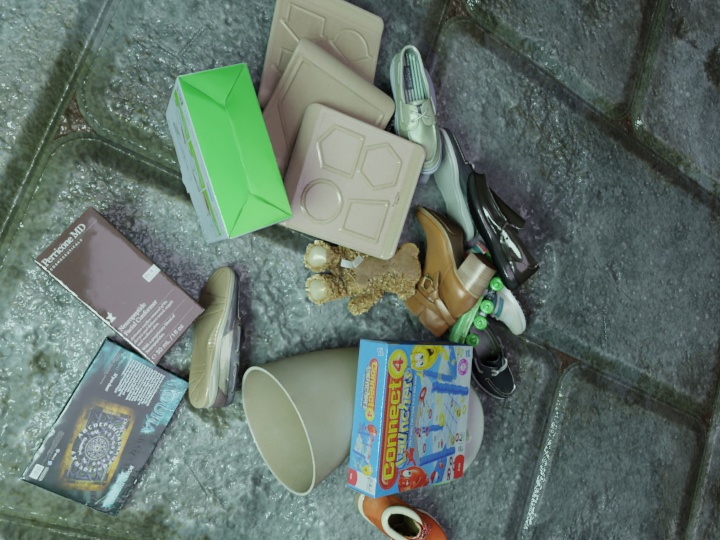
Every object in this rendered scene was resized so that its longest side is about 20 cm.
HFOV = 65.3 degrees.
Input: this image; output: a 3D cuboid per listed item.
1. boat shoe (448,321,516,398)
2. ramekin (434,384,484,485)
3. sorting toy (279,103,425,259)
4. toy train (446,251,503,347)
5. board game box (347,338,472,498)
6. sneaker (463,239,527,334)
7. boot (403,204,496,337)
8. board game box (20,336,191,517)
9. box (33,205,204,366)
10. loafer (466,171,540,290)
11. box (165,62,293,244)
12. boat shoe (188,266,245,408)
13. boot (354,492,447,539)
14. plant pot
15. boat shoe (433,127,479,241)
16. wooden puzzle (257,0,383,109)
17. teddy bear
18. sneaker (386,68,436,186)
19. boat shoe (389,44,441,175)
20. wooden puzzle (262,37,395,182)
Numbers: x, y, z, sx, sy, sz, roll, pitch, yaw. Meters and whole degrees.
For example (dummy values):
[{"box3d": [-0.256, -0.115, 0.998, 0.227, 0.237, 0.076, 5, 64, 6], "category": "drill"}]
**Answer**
[{"box3d": [0.233, 0.155, 1.023, 0.073, 0.060, 0.202, -36, 103, -21], "category": "boat shoe"}, {"box3d": [0.112, 0.255, 0.943, 0.196, 0.097, 0.205, 0, 89, -25], "category": "ramekin"}, {"box3d": [-0.016, -0.134, 0.867, 0.196, 0.036, 0.189, 18, 93, -12], "category": "sorting toy"}, {"box3d": [0.197, 0.064, 0.954, 0.056, 0.042, 0.203, 24, 91, 15], "category": "toy train"}, {"box3d": [0.078, 0.204, 0.812, 0.193, 0.055, 0.205, 7, 86, -43], "category": "board game box"}, {"box3d": [0.229, 0.047, 1.030, 0.092, 0.071, 0.202, -30, 112, 5], "category": "sneaker"}, {"box3d": [0.121, -0.003, 0.959, 0.073, 0.201, 0.156, 11, 124, -46], "category": "boot"}, {"box3d": [-0.342, 0.214, 0.769, 0.134, 0.028, 0.203, 34, 75, -21], "category": "board game box"}, {"box3d": [-0.314, 0.024, 0.750, 0.200, 0.075, 0.101, 43, 72, -9], "category": "box"}, {"box3d": [0.230, -0.071, 0.913, 0.070, 0.073, 0.204, -22, 84, 4], "category": "loafer"}, {"box3d": [-0.187, -0.147, 0.767, 0.095, 0.176, 0.204, -20, 97, -22], "category": "box"}, {"box3d": [-0.202, 0.098, 0.820, 0.064, 0.071, 0.205, 22, 66, -47], "category": "boat shoe"}, {"box3d": [0.086, 0.431, 0.926, 0.199, 0.107, 0.076, 39, 73, -21], "category": "boot"}, {"box3d": [-0.046, 0.197, 0.843, 0.198, 0.186, 0.191, -20, 98, -37], "category": "plant pot"}, {"box3d": [0.177, -0.155, 0.987, 0.059, 0.074, 0.204, -24, 101, -19], "category": "boat shoe"}, {"box3d": [-0.064, -0.333, 0.904, 0.182, 0.046, 0.205, 13, 88, -24], "category": "wooden puzzle"}, {"box3d": [0.000, 0.000, 0.923, 0.197, 0.067, 0.148, -21, 89, -17], "category": "teddy bear"}, {"box3d": [0.083, -0.247, 0.953, 0.069, 0.073, 0.205, 0, 89, -27], "category": "sneaker"}, {"box3d": [0.085, -0.254, 0.896, 0.070, 0.062, 0.204, -14, 90, -2], "category": "boat shoe"}, {"box3d": [-0.063, -0.223, 0.879, 0.183, 0.037, 0.203, 26, 96, -27], "category": "wooden puzzle"}]
